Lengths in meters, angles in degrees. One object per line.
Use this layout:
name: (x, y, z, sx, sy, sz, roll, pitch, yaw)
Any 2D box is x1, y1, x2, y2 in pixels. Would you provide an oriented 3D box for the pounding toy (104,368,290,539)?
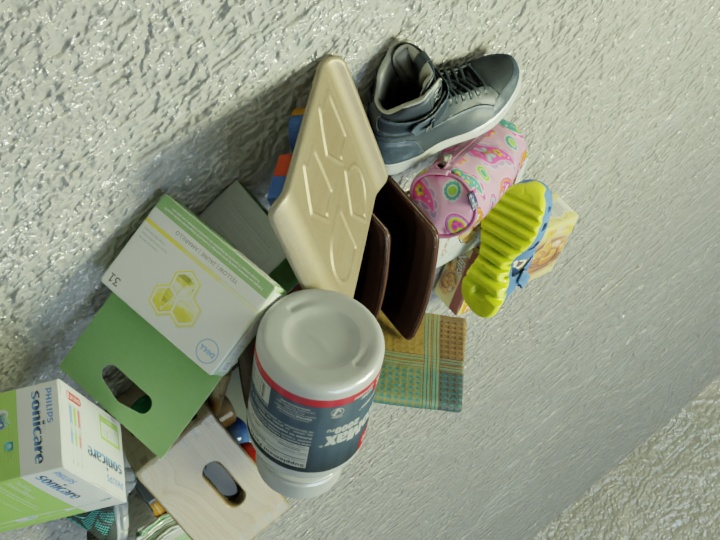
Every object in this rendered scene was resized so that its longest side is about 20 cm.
pounding toy: (-0.168, 0.178, 1.369, 0.142, 0.184, 0.201, -38, 120, -6)

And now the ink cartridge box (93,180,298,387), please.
ink cartridge box: (-0.154, 0.020, 1.274, 0.200, 0.104, 0.059, -43, 154, 0)

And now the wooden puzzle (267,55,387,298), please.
wooden puzzle: (-0.037, -0.074, 1.243, 0.186, 0.046, 0.202, 66, 34, -47)

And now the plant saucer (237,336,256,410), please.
plant saucer: (-0.107, 0.085, 1.388, 0.036, 0.203, 0.201, -6, 151, 1)

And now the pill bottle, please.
pill bottle: (-0.048, 0.125, 1.226, 0.119, 0.120, 0.201, -27, 149, -29)

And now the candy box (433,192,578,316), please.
candy box: (0.202, -0.024, 1.783, 0.199, 0.055, 0.116, -22, 147, -35)

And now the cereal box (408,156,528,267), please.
cereal box: (0.114, -0.066, 1.607, 0.199, 0.040, 0.145, -28, 151, -30)

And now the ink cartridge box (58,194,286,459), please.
ink cartridge box: (-0.184, 0.053, 1.203, 0.201, 0.145, 0.048, -52, 167, 2)

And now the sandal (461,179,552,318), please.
sandal: (0.194, -0.035, 1.636, 0.087, 0.079, 0.201, -23, 147, -42)

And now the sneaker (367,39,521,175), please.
sneaker: (0.091, -0.193, 1.334, 0.201, 0.077, 0.147, -34, 156, -16)

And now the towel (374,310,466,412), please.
towel: (0.023, 0.097, 1.490, 0.197, 0.148, 0.022, 8, 135, 0)

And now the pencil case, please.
pencil case: (0.121, -0.107, 1.432, 0.088, 0.087, 0.200, -60, 171, 33)

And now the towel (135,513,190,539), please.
towel: (-0.215, 0.342, 1.595, 0.148, 0.031, 0.201, -27, 152, -28)

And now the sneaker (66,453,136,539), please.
sneaker: (-0.312, 0.259, 1.474, 0.090, 0.078, 0.201, -10, 139, -24)

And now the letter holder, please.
letter holder: (0.000, 0.000, 1.423, 0.100, 0.142, 0.201, -29, 152, -27)

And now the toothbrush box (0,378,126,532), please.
toothbrush box: (-0.335, 0.181, 1.185, 0.197, 0.087, 0.146, -13, 156, 9)

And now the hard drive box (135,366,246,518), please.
hard drive box: (-0.183, 0.222, 1.577, 0.199, 0.077, 0.156, -37, 155, -14)
